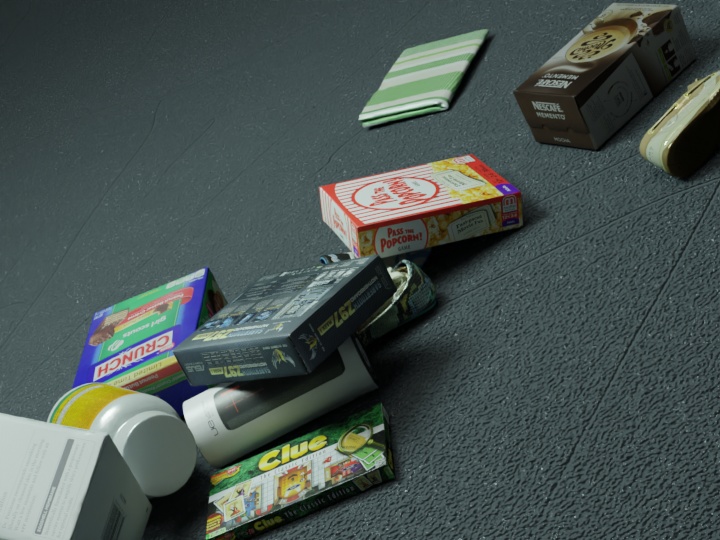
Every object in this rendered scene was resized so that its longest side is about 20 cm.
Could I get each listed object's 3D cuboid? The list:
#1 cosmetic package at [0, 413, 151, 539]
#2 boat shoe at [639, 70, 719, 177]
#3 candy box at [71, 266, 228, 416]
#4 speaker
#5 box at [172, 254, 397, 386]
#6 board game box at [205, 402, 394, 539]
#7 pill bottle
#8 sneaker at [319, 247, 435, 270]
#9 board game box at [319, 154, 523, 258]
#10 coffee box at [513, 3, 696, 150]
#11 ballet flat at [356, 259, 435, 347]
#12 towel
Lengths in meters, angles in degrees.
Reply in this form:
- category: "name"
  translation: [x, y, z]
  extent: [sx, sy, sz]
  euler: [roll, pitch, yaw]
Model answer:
- category: "cosmetic package"
  translation: [-0.326, 0.226, 1.382]
  extent: [0.198, 0.200, 0.124]
  euler: [11, 63, 11]
- category: "boat shoe"
  translation: [0.388, -0.185, 1.621]
  extent: [0.200, 0.074, 0.066]
  euler: [-39, 34, -17]
- category: "candy box"
  translation: [-0.248, 0.102, 1.743]
  extent: [0.168, 0.077, 0.201]
  euler: [-22, 30, 13]
- category: "speaker"
  translation: [-0.085, 0.131, 1.539]
  extent: [0.199, 0.082, 0.081]
  euler: [-27, 28, 4]
- category: "box"
  translation: [-0.081, 0.054, 1.531]
  extent: [0.199, 0.051, 0.158]
  euler: [-11, 23, 46]
- category: "board game box"
  translation: [-0.061, 0.205, 1.455]
  extent: [0.199, 0.024, 0.105]
  euler: [-24, 26, 10]
- category: "pill bottle"
  translation: [-0.251, 0.183, 1.546]
  extent: [0.113, 0.113, 0.199]
  euler: [-42, 22, -23]
- category: "sneaker"
  translation: [0.000, 0.000, 1.678]
  extent: [0.199, 0.073, 0.072]
  euler: [-31, 26, -17]
- category: "board game box"
  translation: [0.068, -0.074, 1.701]
  extent: [0.198, 0.047, 0.152]
  euler: [-13, 24, -15]
- category: "coffee box"
  translation: [0.299, -0.240, 1.790]
  extent: [0.200, 0.080, 0.113]
  euler: [-42, 31, -23]
- category: "ballet flat"
  translation: [-0.011, 0.056, 1.606]
  extent: [0.199, 0.075, 0.074]
  euler: [-35, 28, -10]
- category: "towel"
  translation: [0.093, -0.278, 2.113]
  extent: [0.152, 0.023, 0.200]
  euler: [-10, 32, 32]
